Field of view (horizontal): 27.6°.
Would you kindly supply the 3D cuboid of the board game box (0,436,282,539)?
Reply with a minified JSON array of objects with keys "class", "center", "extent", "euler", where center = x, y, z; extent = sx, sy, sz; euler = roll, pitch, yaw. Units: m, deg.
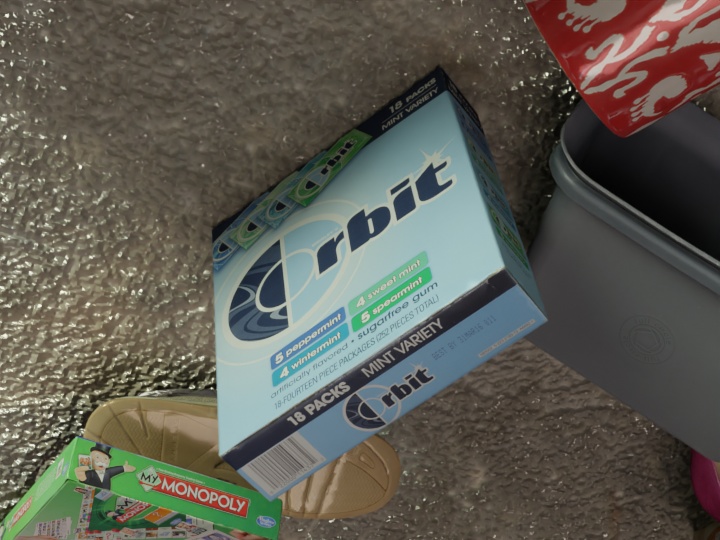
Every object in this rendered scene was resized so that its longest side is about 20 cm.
[{"class":"board game box","center":[-0.149,0.169,0.923],"extent":[0.133,0.029,0.200],"euler":[21,146,-20]}]

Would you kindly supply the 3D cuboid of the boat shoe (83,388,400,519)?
[{"class":"boat shoe","center":[-0.073,0.108,0.922],"extent":[0.197,0.065,0.073],"euler":[7,103,-10]}]

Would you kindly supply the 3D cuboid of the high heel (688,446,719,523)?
[{"class":"high heel","center":[0.235,0.068,0.918],"extent":[0.066,0.096,0.202],"euler":[-1,125,-7]}]

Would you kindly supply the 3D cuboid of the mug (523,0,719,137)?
[{"class":"mug","center":[0.199,-0.150,0.742],"extent":[0.199,0.134,0.178],"euler":[-33,118,19]}]

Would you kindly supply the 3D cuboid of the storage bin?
[{"class":"storage bin","center":[0.183,0.001,0.835],"extent":[0.199,0.146,0.135],"euler":[33,131,6]}]

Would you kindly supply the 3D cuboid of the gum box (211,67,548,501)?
[{"class":"gum box","center":[0.000,0.000,0.773],"extent":[0.169,0.201,0.045],"euler":[-35,122,16]}]

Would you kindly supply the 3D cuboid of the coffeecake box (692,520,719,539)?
[{"class":"coffeecake box","center":[0.319,0.171,0.962],"extent":[0.199,0.153,0.074],"euler":[-33,84,14]}]
